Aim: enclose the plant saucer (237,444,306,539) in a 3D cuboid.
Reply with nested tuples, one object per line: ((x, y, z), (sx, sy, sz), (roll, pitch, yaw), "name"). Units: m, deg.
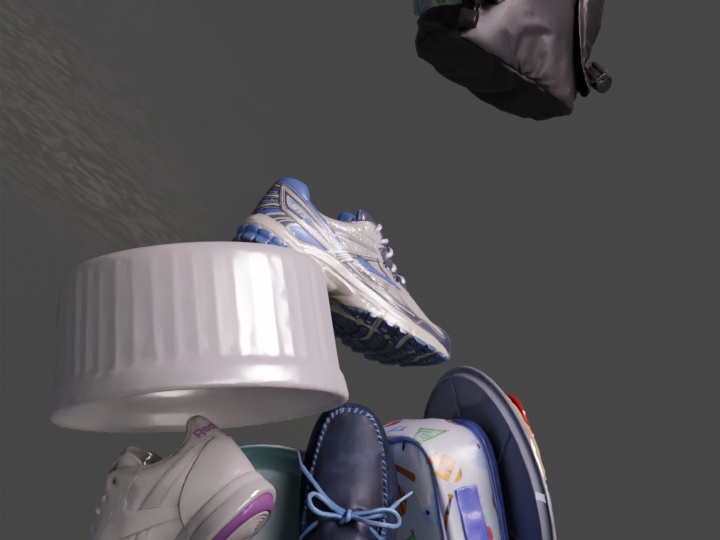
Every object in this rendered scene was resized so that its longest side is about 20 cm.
((-0.073, 0.223, 1.329), (0.199, 0.027, 0.202), (1, 87, -13), "plant saucer")

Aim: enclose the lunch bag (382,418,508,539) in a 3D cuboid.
((0.052, 0.209, 1.366), (0.075, 0.160, 0.201), (-12, 91, -33), "lunch bag")

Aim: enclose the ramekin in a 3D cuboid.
((-0.110, 0.047, 1.257), (0.199, 0.200, 0.098), (4, 76, -33), "ramekin")

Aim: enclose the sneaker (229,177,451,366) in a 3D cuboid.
((0.000, 0.000, 1.405), (0.200, 0.077, 0.086), (37, 63, -26), "sneaker")

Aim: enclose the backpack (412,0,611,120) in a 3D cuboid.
((0.122, -0.237, 1.479), (0.167, 0.126, 0.201), (30, 68, -40), "backpack")

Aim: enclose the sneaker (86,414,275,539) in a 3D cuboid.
((-0.150, 0.180, 1.261), (0.200, 0.075, 0.100), (-40, 72, 10), "sneaker")

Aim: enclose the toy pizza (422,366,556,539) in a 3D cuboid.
((0.100, 0.167, 1.378), (0.032, 0.200, 0.201), (-11, 92, -22), "toy pizza")

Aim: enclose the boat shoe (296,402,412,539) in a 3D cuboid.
((-0.004, 0.192, 1.291), (0.084, 0.069, 0.201), (-3, 87, 1), "boat shoe")
